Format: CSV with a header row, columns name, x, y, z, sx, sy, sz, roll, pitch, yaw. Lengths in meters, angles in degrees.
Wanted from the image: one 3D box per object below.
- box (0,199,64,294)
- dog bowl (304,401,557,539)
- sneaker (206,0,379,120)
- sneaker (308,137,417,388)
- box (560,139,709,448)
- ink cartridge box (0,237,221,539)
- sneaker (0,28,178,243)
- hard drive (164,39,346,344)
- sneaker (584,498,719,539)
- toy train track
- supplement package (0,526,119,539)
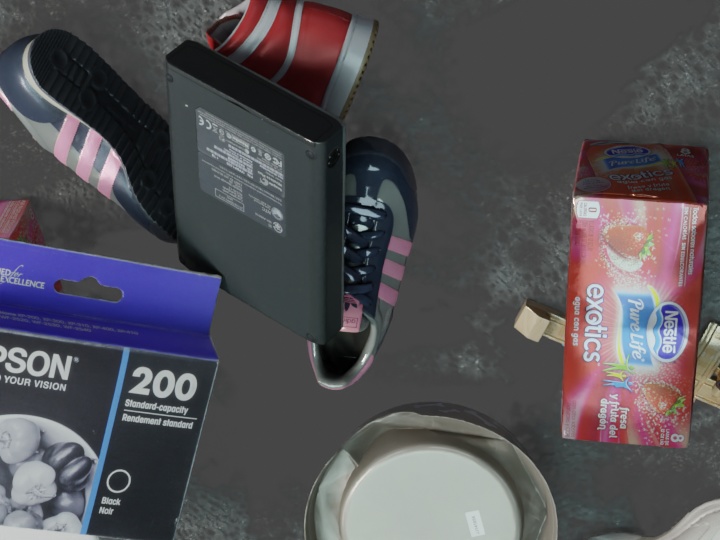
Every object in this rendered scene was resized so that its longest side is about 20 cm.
name,x,y,z,sx,sy,sz,roll,pitch,yaw
box,-0.304,0.043,1.598,0.095,0.200,0.103,-5,124,16
dog bowl,0.057,0.195,1.702,0.200,0.059,0.200,1,111,3
sneaker,-0.072,-0.111,1.519,0.112,0.071,0.200,20,121,-8
sneaker,0.000,0.000,1.571,0.070,0.082,0.200,9,127,5
box,0.197,0.016,1.527,0.095,0.100,0.200,4,117,8
ink cartridge box,-0.204,0.087,1.504,0.198,0.043,0.200,9,100,-24
sneaker,-0.193,-0.095,1.570,0.082,0.070,0.200,-8,129,45
hard drive,-0.073,-0.051,1.488,0.140,0.033,0.200,30,142,24
sneaker,0.258,0.251,1.705,0.200,0.099,0.078,-22,119,25
toy train track,0.212,0.076,1.627,0.200,0.033,0.115,23,127,-5
supplement package,-0.227,0.167,1.675,0.117,0.200,0.117,-3,125,13
